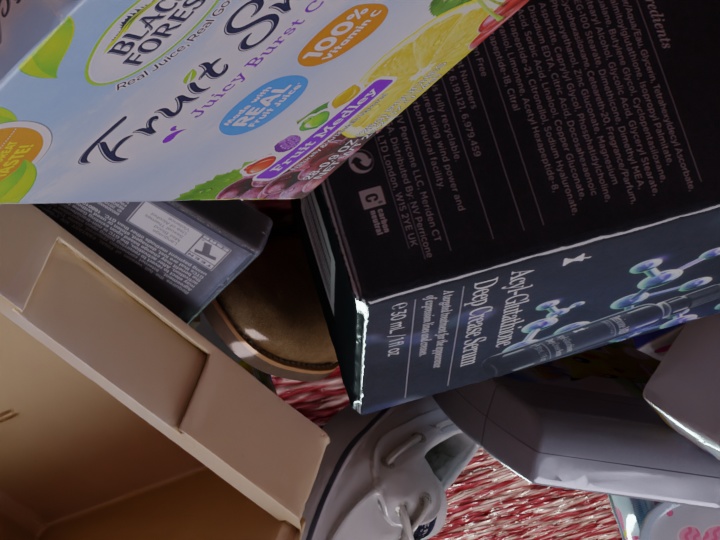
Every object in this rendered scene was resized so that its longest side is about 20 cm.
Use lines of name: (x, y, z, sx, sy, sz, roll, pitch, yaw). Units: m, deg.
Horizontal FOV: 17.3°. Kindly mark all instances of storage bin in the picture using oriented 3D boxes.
storage bin: (-0.147, 0.062, 0.840, 0.200, 0.094, 0.198, 39, 142, -24)

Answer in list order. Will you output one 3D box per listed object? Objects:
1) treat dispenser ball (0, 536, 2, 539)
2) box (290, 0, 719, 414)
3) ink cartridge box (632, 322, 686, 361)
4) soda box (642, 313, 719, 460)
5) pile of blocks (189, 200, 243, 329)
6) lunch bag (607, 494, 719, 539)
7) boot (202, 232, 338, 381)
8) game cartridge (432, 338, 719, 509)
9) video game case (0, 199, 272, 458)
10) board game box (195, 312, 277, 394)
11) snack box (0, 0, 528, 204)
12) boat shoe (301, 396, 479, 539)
treat dispenser ball: (-0.226, 0.139, 1.020, 0.199, 0.202, 0.201, -15, 162, -5)
box: (0.078, -0.036, 0.930, 0.198, 0.108, 0.149, -16, 162, -6)
ink cartridge box: (0.146, -0.003, 1.109, 0.037, 0.095, 0.200, -21, 162, 17)
soda box: (0.204, -0.007, 1.029, 0.201, 0.063, 0.068, -58, 158, -2)
pile of blocks: (-0.100, -0.009, 0.889, 0.062, 0.083, 0.200, 3, 154, -22)
lunch bag: (0.224, 0.109, 1.340, 0.168, 0.202, 0.127, -16, 163, 0)
boot: (0.000, 0.000, 1.047, 0.075, 0.074, 0.199, -38, 163, 28)
game cartridge: (0.101, 0.059, 1.145, 0.132, 0.041, 0.200, 5, -165, -15)
video game case: (-0.134, -0.006, 0.839, 0.142, 0.019, 0.200, 31, 146, -13)
board game box: (-0.090, 0.076, 1.114, 0.102, 0.106, 0.200, -18, 163, -1)
snack box: (-0.030, -0.090, 0.655, 0.168, 0.068, 0.199, -40, 160, 28)
boat shoe: (0.009, 0.104, 1.100, 0.200, 0.065, 0.074, -50, 159, -58)
